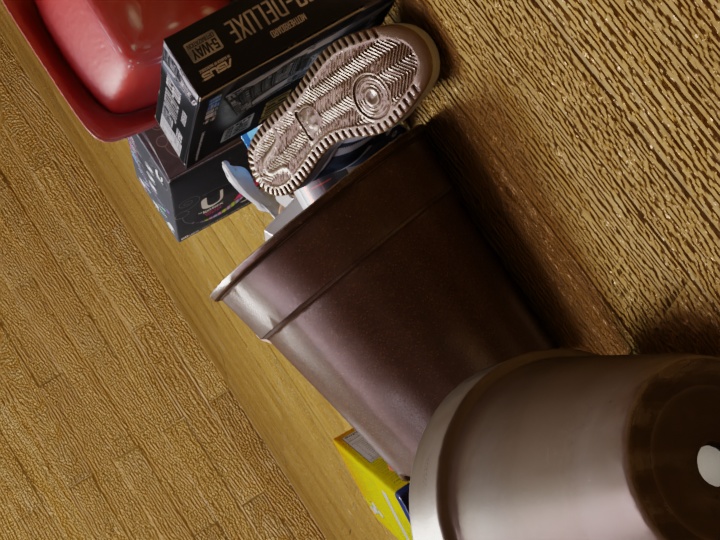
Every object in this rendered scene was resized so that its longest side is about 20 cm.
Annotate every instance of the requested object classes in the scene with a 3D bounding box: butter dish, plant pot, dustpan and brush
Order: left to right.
[{"bbox_3d":[-0.202,-0.253,1.284,0.200,0.199,0.148,56,144,6],"label":"butter dish"},{"bbox_3d":[-0.081,-0.061,1.395,0.140,0.057,0.200,49,172,39],"label":"dustpan and brush"},{"bbox_3d":[0.029,0.032,0.998,0.198,0.200,0.200,51,167,1],"label":"plant pot"},{"bbox_3d":[0.151,0.124,0.776,0.200,0.200,0.174,58,151,5],"label":"plant pot"}]

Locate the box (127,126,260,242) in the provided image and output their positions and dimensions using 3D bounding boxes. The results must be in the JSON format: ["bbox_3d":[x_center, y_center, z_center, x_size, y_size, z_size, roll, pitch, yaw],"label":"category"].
[{"bbox_3d":[-0.187,-0.131,1.558,0.106,0.122,0.200,56,167,13],"label":"box"}]

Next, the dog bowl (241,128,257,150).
[{"bbox_3d":[-0.071,-0.140,1.266,0.112,0.050,0.200,60,168,-4],"label":"dog bowl"}]

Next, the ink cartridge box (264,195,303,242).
[{"bbox_3d":[-0.020,-0.003,1.230,0.200,0.068,0.117,39,164,11],"label":"ink cartridge box"}]

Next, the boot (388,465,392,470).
[{"bbox_3d":[0.085,0.172,1.262,0.200,0.107,0.075,40,156,51],"label":"boot"}]

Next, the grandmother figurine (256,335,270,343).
[{"bbox_3d":[-0.032,0.053,1.183,0.121,0.061,0.200,41,169,-30],"label":"grandmother figurine"}]

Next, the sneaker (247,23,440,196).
[{"bbox_3d":[0.010,-0.125,0.984,0.200,0.108,0.070,-33,85,47],"label":"sneaker"}]

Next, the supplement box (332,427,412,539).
[{"bbox_3d":[0.070,0.216,1.411,0.110,0.109,0.200,63,167,-18],"label":"supplement box"}]

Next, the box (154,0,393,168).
[{"bbox_3d":[-0.066,-0.152,0.978,0.050,0.158,0.200,58,166,2],"label":"box"}]

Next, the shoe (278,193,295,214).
[{"bbox_3d":[0.000,0.000,1.326,0.200,0.070,0.053,54,-151,5],"label":"shoe"}]

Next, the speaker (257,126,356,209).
[{"bbox_3d":[-0.039,-0.117,1.129,0.200,0.081,0.081,61,167,-8],"label":"speaker"}]
